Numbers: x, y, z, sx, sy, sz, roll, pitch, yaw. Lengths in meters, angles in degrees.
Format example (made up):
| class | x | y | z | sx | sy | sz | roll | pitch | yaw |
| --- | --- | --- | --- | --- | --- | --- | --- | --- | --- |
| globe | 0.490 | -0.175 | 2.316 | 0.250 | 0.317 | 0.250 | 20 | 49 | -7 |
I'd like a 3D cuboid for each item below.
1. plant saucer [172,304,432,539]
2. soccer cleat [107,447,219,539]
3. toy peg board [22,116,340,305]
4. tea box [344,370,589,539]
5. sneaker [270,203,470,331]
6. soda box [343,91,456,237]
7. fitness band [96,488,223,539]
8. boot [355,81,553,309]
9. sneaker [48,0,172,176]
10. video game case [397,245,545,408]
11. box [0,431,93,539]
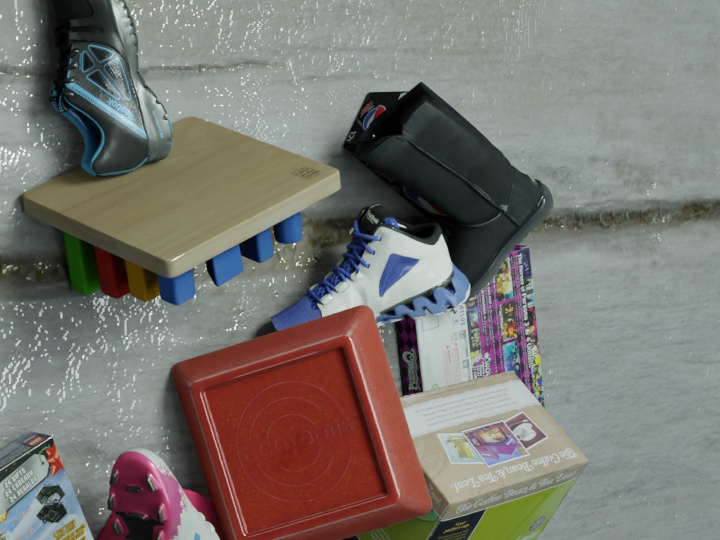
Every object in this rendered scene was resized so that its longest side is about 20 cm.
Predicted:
| class | x | y | z | sx | sy | sz | roll | pitch | yaw |
| --- | --- | --- | --- | --- | --- | --- | --- | --- | --- |
| plant saucer | -0.057 | 0.154 | 1.676 | 0.037 | 0.199 | 0.201 | -7 | 79 | -80 |
| soccer cleat | -0.167 | 0.235 | 1.644 | 0.086 | 0.070 | 0.201 | -44 | 127 | -52 |
| toy peg board | -0.151 | -0.034 | 1.604 | 0.200 | 0.199 | 0.098 | -30 | 128 | -37 |
| tea box | 0.081 | 0.223 | 1.806 | 0.200 | 0.134 | 0.197 | -9 | 140 | -42 |
| sneaker | 0.001 | 0.000 | 1.772 | 0.199 | 0.081 | 0.115 | -20 | 115 | -11 |
| soda box | 0.076 | -0.101 | 1.884 | 0.200 | 0.063 | 0.071 | 38 | 68 | -37 |
| fitness band | -0.193 | 0.295 | 1.687 | 0.144 | 0.037 | 0.200 | 45 | 65 | -38 |
| boot | 0.071 | -0.070 | 1.805 | 0.200 | 0.066 | 0.165 | 34 | 101 | -37 |
| sneaker | -0.232 | -0.178 | 1.581 | 0.082 | 0.073 | 0.201 | -26 | 97 | -26 |
| video game case | 0.118 | 0.087 | 1.953 | 0.181 | 0.036 | 0.201 | -16 | 104 | -40 |
| box | -0.323 | 0.245 | 1.559 | 0.200 | 0.040 | 0.137 | -33 | 115 | -36 |
